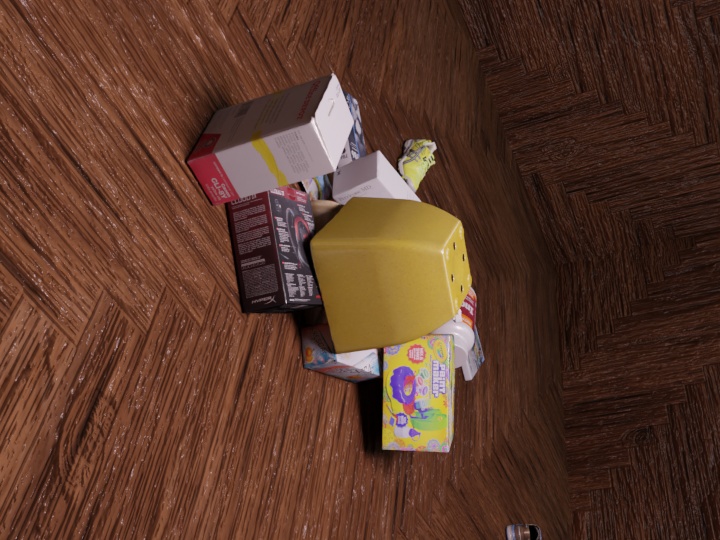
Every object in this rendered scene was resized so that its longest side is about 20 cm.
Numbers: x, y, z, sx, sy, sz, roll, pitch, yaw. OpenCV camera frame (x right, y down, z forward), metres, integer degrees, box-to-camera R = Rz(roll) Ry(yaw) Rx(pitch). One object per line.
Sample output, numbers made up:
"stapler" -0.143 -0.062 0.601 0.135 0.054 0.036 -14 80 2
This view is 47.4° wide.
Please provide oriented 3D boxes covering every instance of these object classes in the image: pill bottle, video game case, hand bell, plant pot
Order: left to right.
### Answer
"hand bell" -0.067 -0.005 1.370 0.104 0.103 0.203 39 54 -58
"plant pot" 0.064 0.000 1.289 0.196 0.198 0.196 -52 135 -57
"pill bottle" 0.217 0.129 1.946 0.201 0.112 0.114 -79 149 -46
"video game case" 0.285 0.175 2.218 0.182 0.023 0.202 -29 104 -68

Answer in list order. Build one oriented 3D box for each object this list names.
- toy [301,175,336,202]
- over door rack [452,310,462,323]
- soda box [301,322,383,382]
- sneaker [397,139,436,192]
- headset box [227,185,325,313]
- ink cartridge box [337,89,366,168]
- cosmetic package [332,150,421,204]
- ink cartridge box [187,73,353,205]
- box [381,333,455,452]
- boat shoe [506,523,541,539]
"toy" -0.049 -0.122 1.506 0.116 0.047 0.201 -68 139 -53
"over door rack" 0.110 0.019 1.507 0.067 0.146 0.203 -102 -175 -72
"soda box" -0.027 0.141 1.390 0.200 0.063 0.069 30 51 -62
"sneaker" 0.142 -0.268 2.033 0.201 0.076 0.076 -78 149 -45
"headset box" -0.124 -0.041 1.230 0.148 0.074 0.203 6 73 -68
"ink cartridge box" -0.023 -0.262 1.665 0.099 0.039 0.203 13 67 -68
"cosmetic package" 0.043 -0.119 1.512 0.200 0.101 0.072 44 36 -41
"ink cartridge box" -0.121 -0.183 1.147 0.146 0.198 0.084 -75 145 -50
"box" 0.111 0.218 1.510 0.193 0.120 0.203 28 63 -81
"boat shoe" 0.464 0.741 2.276 0.200 0.072 0.073 32 49 -61
